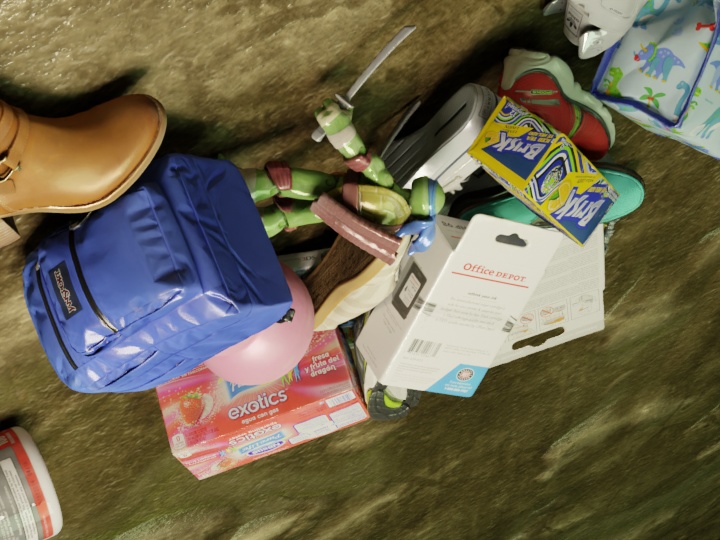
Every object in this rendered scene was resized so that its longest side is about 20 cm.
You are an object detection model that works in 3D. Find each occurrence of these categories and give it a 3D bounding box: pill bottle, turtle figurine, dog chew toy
[{"bbox_3d":[-0.399,0.238,1.667,0.199,0.116,0.116,-22,152,-21],"label":"pill bottle"},{"bbox_3d":[-0.027,-0.100,1.539,0.192,0.202,0.144,-8,-177,1],"label":"turtle figurine"},{"bbox_3d":[-0.129,0.031,1.610,0.124,0.125,0.200,-38,146,13],"label":"dog chew toy"}]

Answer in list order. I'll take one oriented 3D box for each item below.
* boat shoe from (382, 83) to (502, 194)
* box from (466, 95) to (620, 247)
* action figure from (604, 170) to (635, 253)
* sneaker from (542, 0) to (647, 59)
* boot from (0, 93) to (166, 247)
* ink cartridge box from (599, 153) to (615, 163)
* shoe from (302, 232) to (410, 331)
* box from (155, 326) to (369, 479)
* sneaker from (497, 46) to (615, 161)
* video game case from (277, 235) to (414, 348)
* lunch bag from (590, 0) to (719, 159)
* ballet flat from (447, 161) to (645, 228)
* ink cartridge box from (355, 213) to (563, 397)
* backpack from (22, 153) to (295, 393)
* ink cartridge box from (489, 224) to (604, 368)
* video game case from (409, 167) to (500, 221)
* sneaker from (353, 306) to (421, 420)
[{"bbox_3d":[0.074,-0.096,1.609,0.066,0.074,0.200,22,143,-28],"label":"boat shoe"},{"bbox_3d":[0.170,-0.087,1.573,0.064,0.070,0.200,-55,154,3],"label":"box"},{"bbox_3d":[0.252,-0.041,1.979,0.118,0.055,0.200,4,133,-46],"label":"action figure"},{"bbox_3d":[0.195,-0.246,1.526,0.199,0.075,0.115,-9,144,-45],"label":"sneaker"},{"bbox_3d":[-0.251,-0.098,1.299,0.199,0.074,0.155,-34,150,-2],"label":"boot"},{"bbox_3d":[0.161,-0.065,1.845,0.196,0.043,0.199,-44,153,23],"label":"ink cartridge box"},{"bbox_3d":[0.000,0.000,1.652,0.053,0.070,0.200,11,148,-27],"label":"shoe"},{"bbox_3d":[-0.101,0.130,1.791,0.199,0.095,0.103,-20,154,4],"label":"box"},{"bbox_3d":[0.178,-0.143,1.663,0.200,0.077,0.085,33,78,-53],"label":"sneaker"},{"bbox_3d":[0.006,0.027,1.786,0.181,0.024,0.200,-8,152,0],"label":"video game case"},{"bbox_3d":[0.335,-0.224,1.669,0.170,0.127,0.201,17,97,-60],"label":"lunch bag"},{"bbox_3d":[0.180,-0.075,1.716,0.198,0.068,0.068,-10,113,-2],"label":"ballet flat"},{"bbox_3d":[0.094,0.018,1.649,0.115,0.067,0.201,11,120,-33],"label":"ink cartridge box"},{"bbox_3d":[-0.191,0.007,1.442,0.199,0.163,0.167,-30,161,30],"label":"backpack"},{"bbox_3d":[0.177,0.010,1.823,0.160,0.050,0.201,-18,142,-5],"label":"ink cartridge box"},{"bbox_3d":[0.126,-0.056,1.780,0.200,0.022,0.182,-41,135,19],"label":"video game case"},{"bbox_3d":[0.022,0.060,1.751,0.073,0.081,0.201,-11,135,-20],"label":"sneaker"}]
